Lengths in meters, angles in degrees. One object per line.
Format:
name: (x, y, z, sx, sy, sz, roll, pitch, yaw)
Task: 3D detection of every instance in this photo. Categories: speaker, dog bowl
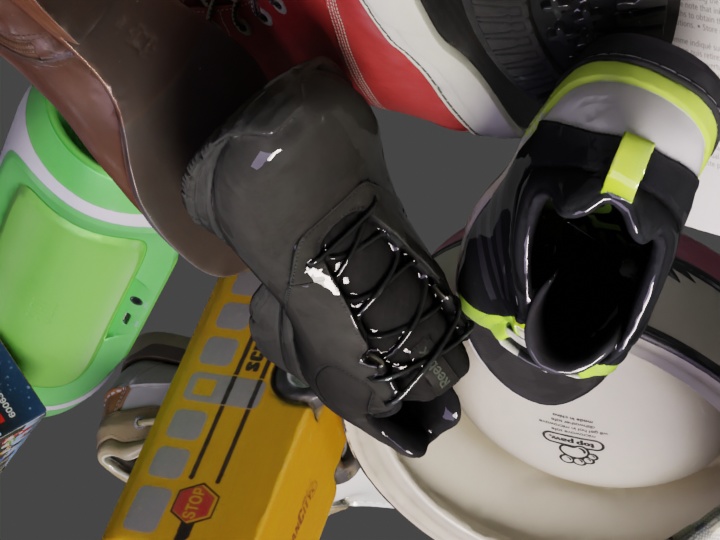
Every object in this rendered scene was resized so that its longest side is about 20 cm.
speaker: (-0.123, -0.014, 0.892, 0.088, 0.089, 0.200, 27, 143, -6)
dog bowl: (0.095, 0.054, 0.871, 0.198, 0.074, 0.201, 14, 142, 11)

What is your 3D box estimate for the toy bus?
toy bus: (-0.052, 0.090, 0.883, 0.078, 0.201, 0.065, 7, 140, 19)

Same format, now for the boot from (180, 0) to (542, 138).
boot: (-0.027, -0.108, 0.712, 0.143, 0.073, 0.200, 7, 159, 22)

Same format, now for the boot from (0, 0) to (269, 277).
boot: (-0.127, -0.095, 0.769, 0.199, 0.064, 0.187, 26, 154, 45)

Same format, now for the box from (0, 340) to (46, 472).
box: (-0.229, 0.016, 0.939, 0.201, 0.038, 0.137, 55, 144, 9)

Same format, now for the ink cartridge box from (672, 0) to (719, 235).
ink cartridge box: (0.177, -0.077, 0.640, 0.199, 0.045, 0.178, 19, 130, 40)

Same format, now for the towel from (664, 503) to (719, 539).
towel: (0.218, 0.114, 0.722, 0.199, 0.035, 0.193, -37, 105, 8)

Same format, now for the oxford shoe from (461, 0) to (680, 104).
oxford shoe: (0.061, -0.138, 0.649, 0.072, 0.085, 0.201, -6, 132, 13)

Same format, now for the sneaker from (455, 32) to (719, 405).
sneaker: (0.064, 0.003, 0.695, 0.071, 0.083, 0.201, 20, 147, 5)

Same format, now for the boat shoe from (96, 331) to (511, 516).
boat shoe: (-0.029, 0.090, 0.981, 0.198, 0.069, 0.075, 11, 142, 15)

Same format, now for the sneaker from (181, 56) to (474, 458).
sneaker: (0.000, 0.000, 0.726, 0.091, 0.076, 0.200, 44, 170, 27)
